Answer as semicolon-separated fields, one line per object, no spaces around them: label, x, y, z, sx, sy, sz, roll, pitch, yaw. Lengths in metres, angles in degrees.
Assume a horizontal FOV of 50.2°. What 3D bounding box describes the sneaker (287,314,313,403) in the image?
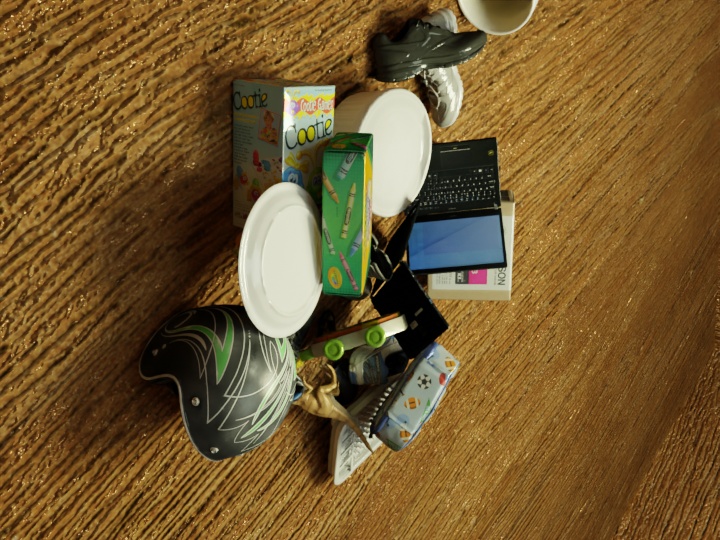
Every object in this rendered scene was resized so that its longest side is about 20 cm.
sneaker;-0.110;0.142;1.179;0.200;0.111;0.074;-50;138;-27

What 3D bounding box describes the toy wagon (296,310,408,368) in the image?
toy wagon;-0.022;0.112;1.236;0.155;0.198;0.040;-4;76;-82

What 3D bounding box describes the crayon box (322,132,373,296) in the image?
crayon box;-0.017;-0.080;1.071;0.119;0.057;0.203;-73;166;-68

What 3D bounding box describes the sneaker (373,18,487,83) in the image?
sneaker;0.113;-0.368;1.248;0.198;0.076;0.092;-18;108;-11

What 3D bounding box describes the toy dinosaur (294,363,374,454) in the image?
toy dinosaur;-0.057;0.223;1.288;0.198;0.060;0.107;27;60;-12

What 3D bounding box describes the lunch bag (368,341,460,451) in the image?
lunch bag;0.088;0.219;1.329;0.201;0.075;0.160;-53;177;-6

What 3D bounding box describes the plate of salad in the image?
plate of salad;-0.105;-0.014;1.008;0.199;0.047;0.203;-13;105;-60

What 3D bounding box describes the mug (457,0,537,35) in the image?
mug;0.268;-0.545;1.381;0.153;0.148;0.188;-51;144;-37

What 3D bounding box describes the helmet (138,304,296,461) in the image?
helmet;-0.179;0.146;1.028;0.199;0.189;0.203;-22;119;-46

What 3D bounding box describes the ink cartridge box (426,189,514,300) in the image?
ink cartridge box;0.207;-0.047;1.459;0.075;0.162;0.203;-73;162;-67

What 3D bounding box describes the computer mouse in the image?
computer mouse;-0.035;0.156;1.342;0.059;0.034;0.202;-40;131;-34

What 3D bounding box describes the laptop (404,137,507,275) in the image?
laptop;0.158;-0.111;1.334;0.104;0.175;0.202;-80;163;-63

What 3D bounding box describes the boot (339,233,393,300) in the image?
boot;0.000;0.000;1.248;0.068;0.130;0.200;-57;140;-19

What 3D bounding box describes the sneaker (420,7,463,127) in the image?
sneaker;0.124;-0.347;1.341;0.081;0.074;0.202;-21;115;-27

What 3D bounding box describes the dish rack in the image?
dish rack;0.006;0.279;1.408;0.199;0.043;0.173;-34;143;-39

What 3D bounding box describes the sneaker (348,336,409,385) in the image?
sneaker;0.055;0.154;1.394;0.200;0.084;0.078;-43;136;-54

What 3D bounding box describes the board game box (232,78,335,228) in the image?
board game box;-0.108;-0.159;1.075;0.102;0.104;0.203;-17;117;-48

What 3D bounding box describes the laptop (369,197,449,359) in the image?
laptop;0.091;0.019;1.287;0.103;0.201;0.177;-30;169;-25

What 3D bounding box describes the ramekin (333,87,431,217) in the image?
ramekin;0.022;-0.193;1.235;0.201;0.093;0.205;-21;119;-45
